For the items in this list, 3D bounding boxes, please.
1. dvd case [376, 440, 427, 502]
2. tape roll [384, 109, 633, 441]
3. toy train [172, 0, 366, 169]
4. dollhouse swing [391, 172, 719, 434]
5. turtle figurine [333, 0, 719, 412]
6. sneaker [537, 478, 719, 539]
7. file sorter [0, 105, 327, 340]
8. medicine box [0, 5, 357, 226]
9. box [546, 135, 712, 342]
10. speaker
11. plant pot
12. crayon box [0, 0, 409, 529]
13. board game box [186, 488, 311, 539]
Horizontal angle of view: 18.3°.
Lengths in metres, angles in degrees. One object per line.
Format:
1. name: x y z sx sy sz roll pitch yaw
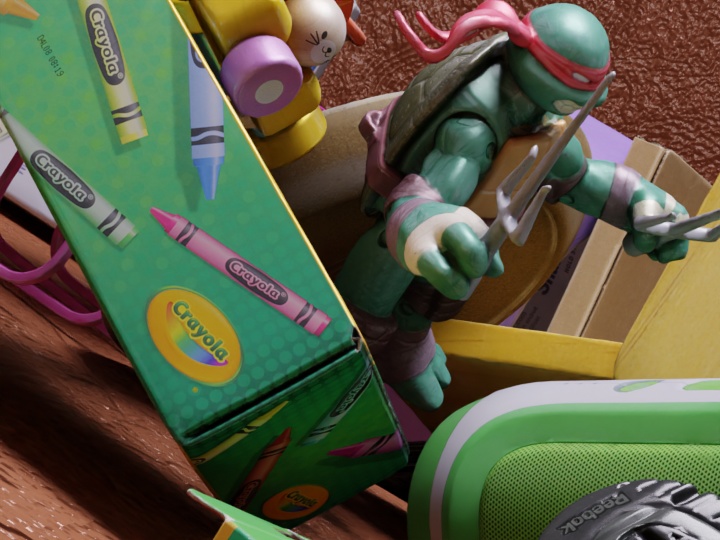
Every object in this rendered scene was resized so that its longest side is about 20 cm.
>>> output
1. dvd case: 0.112 0.119 0.953 0.200 0.016 0.148 33 -24 -30
2. tape roll: 0.070 0.014 1.105 0.085 0.200 0.200 34 2 28
3. toy train: -0.046 -0.112 0.706 0.151 0.055 0.200 60 -3 10
4. dollhouse swing: 0.137 0.017 0.903 0.175 0.182 0.200 23 -14 31
5. turtle figurine: 0.043 -0.019 0.734 0.149 0.200 0.101 -8 58 -42
6. sneaker: 0.124 0.139 0.567 0.200 0.076 0.091 42 -30 25
7. file sorter: -0.090 -0.038 0.931 0.139 0.126 0.200 32 0 33
8. medicine box: -0.130 -0.116 1.171 0.200 0.183 0.103 32 2 0
9. box: 0.129 0.052 1.085 0.021 0.201 0.163 23 -4 32
10. speaker: 0.107 0.075 0.660 0.088 0.089 0.200 31 -23 -37
11. plant pot: 0.000 0.000 0.860 0.200 0.200 0.028 30 34 -56
12. crayon box: -0.061 -0.029 0.658 0.200 0.058 0.119 60 -3 20
13. board game box: 0.040 0.119 0.523 0.200 0.030 0.095 37 2 36
